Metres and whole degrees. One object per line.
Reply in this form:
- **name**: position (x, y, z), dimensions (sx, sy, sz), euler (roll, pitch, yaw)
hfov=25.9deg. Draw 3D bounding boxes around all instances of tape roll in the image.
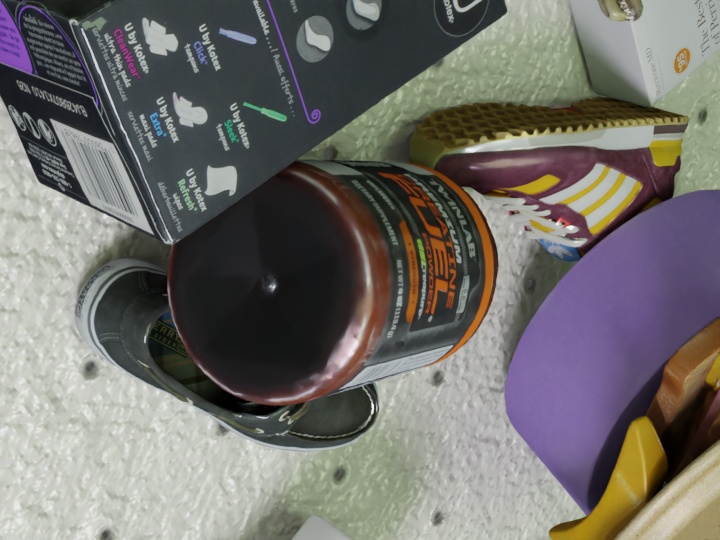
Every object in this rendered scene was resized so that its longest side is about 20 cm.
- **tape roll**: position (0.189, 0.056, 0.929), dimensions (0.199, 0.085, 0.201), euler (-25, 142, -21)

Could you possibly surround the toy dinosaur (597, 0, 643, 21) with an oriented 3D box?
- **toy dinosaur**: position (0.069, -0.200, 0.798), dimensions (0.088, 0.047, 0.201), euler (-35, 110, -6)

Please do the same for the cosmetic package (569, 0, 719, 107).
- **cosmetic package**: position (0.149, -0.198, 0.866), dimensions (0.082, 0.050, 0.201), euler (-38, 127, -22)

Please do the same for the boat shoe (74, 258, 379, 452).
- **boat shoe**: position (-0.055, 0.053, 0.785), dimensions (0.199, 0.056, 0.069), euler (26, 89, -43)

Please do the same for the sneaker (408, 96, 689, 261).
- **sneaker**: position (0.108, -0.045, 0.875), dimensions (0.199, 0.075, 0.091), euler (-7, 110, -36)

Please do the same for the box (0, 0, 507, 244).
- **box**: position (-0.053, -0.118, 0.677), dimensions (0.199, 0.122, 0.107), euler (-36, 126, -24)

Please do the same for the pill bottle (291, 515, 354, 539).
- **pill bottle**: position (-0.050, 0.237, 0.821), dimensions (0.201, 0.113, 0.113), euler (-52, 131, -12)

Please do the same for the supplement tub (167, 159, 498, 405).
- **supplement tub**: position (0.000, 0.000, 0.748), dimensions (0.200, 0.106, 0.108), euler (-9, 114, -65)

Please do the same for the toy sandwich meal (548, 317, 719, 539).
- **toy sandwich meal**: position (0.185, 0.102, 0.852), dimensions (0.204, 0.070, 0.206), euler (-31, 154, -17)
